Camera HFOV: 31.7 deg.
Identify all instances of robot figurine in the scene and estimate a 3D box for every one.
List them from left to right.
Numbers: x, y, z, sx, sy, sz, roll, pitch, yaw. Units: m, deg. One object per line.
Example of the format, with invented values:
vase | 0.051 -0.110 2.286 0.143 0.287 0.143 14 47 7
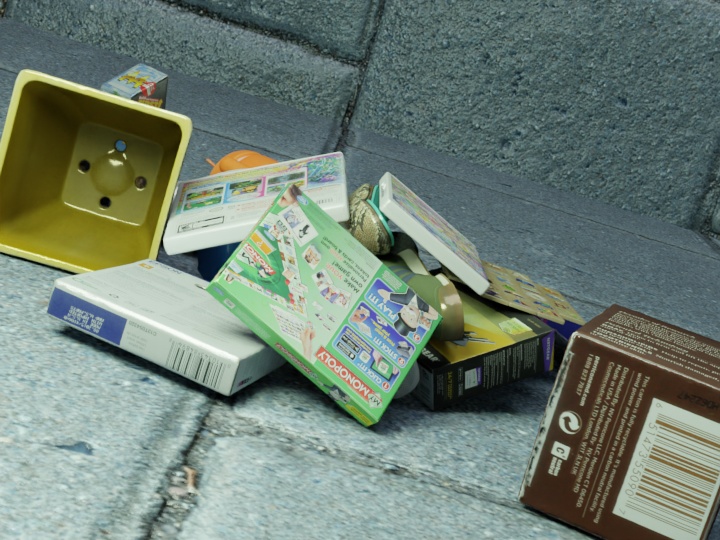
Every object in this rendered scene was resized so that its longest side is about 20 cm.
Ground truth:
robot figurine | -0.136 -0.097 1.779 0.199 0.118 0.143 28 22 36

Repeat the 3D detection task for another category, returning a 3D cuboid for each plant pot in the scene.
plant pot | -0.299 -0.108 1.453 0.193 0.197 0.200 16 7 -4

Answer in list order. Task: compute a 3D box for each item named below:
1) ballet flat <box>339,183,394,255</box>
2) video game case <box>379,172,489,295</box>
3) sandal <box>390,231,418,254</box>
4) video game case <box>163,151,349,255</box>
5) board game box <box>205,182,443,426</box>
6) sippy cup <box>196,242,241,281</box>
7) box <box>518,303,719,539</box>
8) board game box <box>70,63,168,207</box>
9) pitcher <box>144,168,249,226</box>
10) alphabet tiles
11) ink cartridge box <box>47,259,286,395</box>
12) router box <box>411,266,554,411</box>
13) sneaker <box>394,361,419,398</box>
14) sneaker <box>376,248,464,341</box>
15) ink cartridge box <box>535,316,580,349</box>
ballet flat | -0.002 -0.048 1.411 0.075 0.068 0.200 -27 12 6
video game case | 0.079 -0.045 1.417 0.143 0.018 0.200 40 10 -8
sandal | 0.000 -0.001 1.525 0.199 0.076 0.048 -10 -48 43
video game case | -0.112 -0.077 1.409 0.198 0.024 0.182 -11 23 2
board game box | -0.030 0.031 1.194 0.200 0.135 0.029 42 -30 -9
sippy cup | -0.117 -0.023 1.478 0.129 0.141 0.177 -2 -1 -30
box | 0.262 0.144 1.156 0.163 0.167 0.200 20 13 18
board game box | -0.327 -0.168 1.624 0.061 0.201 0.199 26 15 33
pitcher | -0.174 -0.072 1.651 0.198 0.122 0.172 5 -2 -5
alphabet tiles | 0.167 0.018 1.459 0.165 0.006 0.200 19 12 -9
ink cartridge box | -0.171 0.050 1.236 0.195 0.044 0.200 22 11 13
router box | 0.092 0.068 1.392 0.156 0.053 0.200 -16 29 -26
sneaker | -0.013 0.037 1.289 0.200 0.077 0.112 47 18 -18
sneaker | 0.038 0.031 1.335 0.089 0.068 0.200 -9 19 -12
ink cartridge box | 0.237 0.060 1.635 0.199 0.044 0.196 29 -3 46
